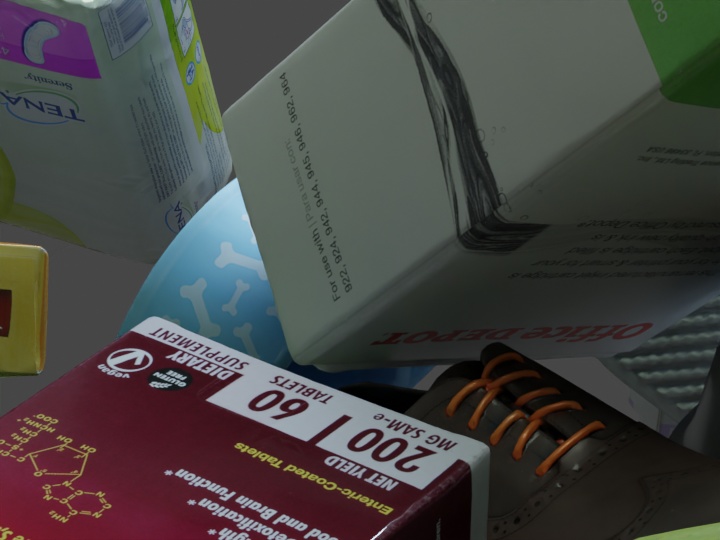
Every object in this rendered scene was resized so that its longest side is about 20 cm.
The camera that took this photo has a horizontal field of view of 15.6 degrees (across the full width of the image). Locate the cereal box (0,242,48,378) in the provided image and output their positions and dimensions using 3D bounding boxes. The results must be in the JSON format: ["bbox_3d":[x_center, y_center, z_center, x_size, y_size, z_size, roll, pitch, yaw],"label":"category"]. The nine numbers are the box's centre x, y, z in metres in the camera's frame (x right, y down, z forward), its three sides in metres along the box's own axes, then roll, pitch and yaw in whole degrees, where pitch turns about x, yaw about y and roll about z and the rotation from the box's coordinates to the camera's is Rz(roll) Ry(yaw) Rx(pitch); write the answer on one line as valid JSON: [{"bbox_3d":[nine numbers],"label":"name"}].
[{"bbox_3d":[-0.179,0.013,0.764,0.143,0.040,0.200,3,-4,-19],"label":"cereal box"}]

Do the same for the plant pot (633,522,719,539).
[{"bbox_3d":[0.144,0.114,0.532,0.189,0.201,0.200,-2,17,7],"label":"plant pot"}]

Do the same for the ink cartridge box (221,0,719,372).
[{"bbox_3d":[0.080,-0.052,0.710,0.145,0.200,0.084,0,64,-42],"label":"ink cartridge box"}]

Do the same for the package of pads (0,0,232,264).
[{"bbox_3d":[-0.155,-0.087,1.022,0.199,0.155,0.068,16,56,22],"label":"package of pads"}]

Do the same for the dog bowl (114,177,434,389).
[{"bbox_3d":[0.000,0.000,0.841,0.049,0.112,0.200,34,53,21],"label":"dog bowl"}]

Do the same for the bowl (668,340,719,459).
[{"bbox_3d":[0.183,0.030,0.708,0.200,0.091,0.201,3,24,-1],"label":"bowl"}]

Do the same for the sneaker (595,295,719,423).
[{"bbox_3d":[0.134,0.017,0.899,0.082,0.074,0.200,-12,59,-53],"label":"sneaker"}]

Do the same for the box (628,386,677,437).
[{"bbox_3d":[0.199,0.045,0.960,0.199,0.039,0.041,5,17,-13],"label":"box"}]

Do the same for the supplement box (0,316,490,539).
[{"bbox_3d":[-0.068,0.090,0.594,0.108,0.061,0.200,19,35,29],"label":"supplement box"}]

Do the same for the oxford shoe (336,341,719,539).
[{"bbox_3d":[0.043,0.059,0.675,0.071,0.073,0.200,-28,10,-30],"label":"oxford shoe"}]
